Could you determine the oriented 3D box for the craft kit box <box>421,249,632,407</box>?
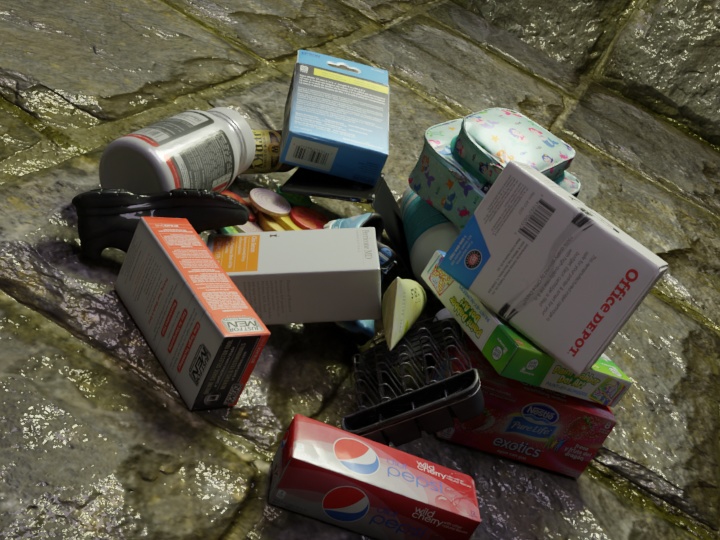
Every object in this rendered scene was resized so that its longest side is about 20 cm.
[{"bbox_3d":[0.194,0.068,1.214,0.199,0.049,0.198,19,20,-35],"label":"craft kit box"}]

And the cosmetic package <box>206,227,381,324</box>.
[{"bbox_3d":[-0.078,0.007,1.190,0.199,0.072,0.102,-3,31,-3],"label":"cosmetic package"}]

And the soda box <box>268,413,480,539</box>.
[{"bbox_3d":[0.014,0.214,1.005,0.199,0.064,0.070,21,27,-12],"label":"soda box"}]

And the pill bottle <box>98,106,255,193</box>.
[{"bbox_3d":[-0.227,-0.139,1.318,0.116,0.116,0.200,35,35,14],"label":"pill bottle"}]

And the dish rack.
[{"bbox_3d":[0.055,0.112,1.142,0.200,0.153,0.055,-96,163,-59],"label":"dish rack"}]

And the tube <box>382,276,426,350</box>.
[{"bbox_3d":[0.046,0.042,1.164,0.058,0.052,0.200,55,7,2],"label":"tube"}]

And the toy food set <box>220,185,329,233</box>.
[{"bbox_3d":[-0.100,-0.047,1.374,0.198,0.049,0.200,40,30,23],"label":"toy food set"}]

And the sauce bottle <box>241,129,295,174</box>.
[{"bbox_3d":[-0.138,-0.171,1.477,0.199,0.065,0.065,-5,36,-15],"label":"sauce bottle"}]

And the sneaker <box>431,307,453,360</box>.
[{"bbox_3d":[0.173,0.127,1.306,0.199,0.078,0.090,24,34,6],"label":"sneaker"}]

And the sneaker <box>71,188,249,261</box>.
[{"bbox_3d":[-0.227,-0.050,1.185,0.199,0.091,0.076,-2,5,-7],"label":"sneaker"}]

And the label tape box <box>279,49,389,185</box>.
[{"bbox_3d":[-0.035,-0.223,1.475,0.143,0.066,0.201,12,43,-11],"label":"label tape box"}]

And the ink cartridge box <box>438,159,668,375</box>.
[{"bbox_3d":[0.211,-0.004,1.130,0.200,0.146,0.084,39,16,17],"label":"ink cartridge box"}]

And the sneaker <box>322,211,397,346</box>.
[{"bbox_3d":[0.000,0.000,1.286,0.078,0.090,0.201,41,33,-41],"label":"sneaker"}]

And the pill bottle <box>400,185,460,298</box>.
[{"bbox_3d":[0.118,-0.043,1.432,0.110,0.111,0.200,18,33,-17],"label":"pill bottle"}]

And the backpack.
[{"bbox_3d":[0.170,-0.126,1.354,0.200,0.151,0.177,35,38,29],"label":"backpack"}]

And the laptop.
[{"bbox_3d":[-0.006,-0.070,1.474,0.199,0.117,0.187,8,16,4],"label":"laptop"}]

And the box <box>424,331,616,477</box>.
[{"bbox_3d":[0.187,0.158,1.224,0.199,0.096,0.100,19,26,-17],"label":"box"}]

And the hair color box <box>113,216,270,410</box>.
[{"bbox_3d":[-0.182,0.041,1.086,0.061,0.102,0.200,1,38,-42],"label":"hair color box"}]
